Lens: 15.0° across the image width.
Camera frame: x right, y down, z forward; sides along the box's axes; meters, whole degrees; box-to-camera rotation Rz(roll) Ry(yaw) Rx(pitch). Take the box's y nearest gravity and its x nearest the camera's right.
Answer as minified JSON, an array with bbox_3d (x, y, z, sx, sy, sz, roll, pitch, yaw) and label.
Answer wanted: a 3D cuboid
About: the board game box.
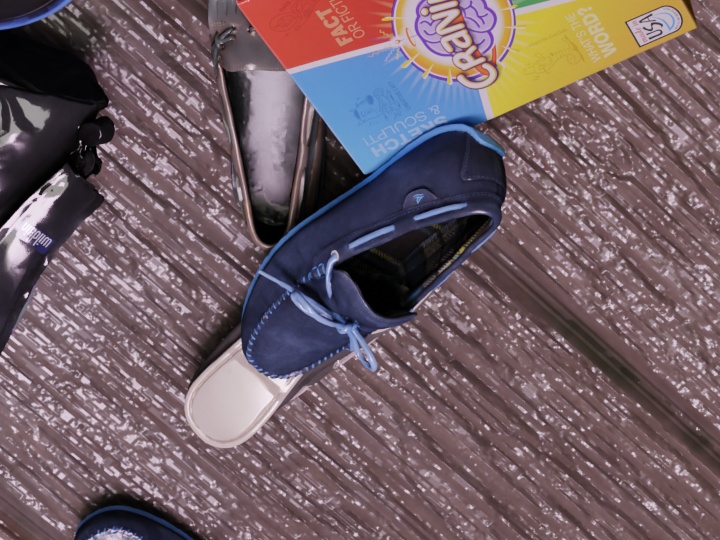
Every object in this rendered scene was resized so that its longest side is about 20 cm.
[{"bbox_3d":[0.055,-0.145,1.418,0.199,0.040,0.153,-24,137,15],"label":"board game box"}]

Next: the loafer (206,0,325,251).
[{"bbox_3d":[-0.048,-0.107,1.511,0.071,0.063,0.201,-3,117,4],"label":"loafer"}]

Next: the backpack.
[{"bbox_3d":[-0.232,-0.035,1.521,0.166,0.127,0.201,15,116,-8],"label":"backpack"}]

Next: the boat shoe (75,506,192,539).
[{"bbox_3d":[-0.099,0.227,1.670,0.084,0.069,0.200,-37,109,19],"label":"boat shoe"}]

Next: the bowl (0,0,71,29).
[{"bbox_3d":[-0.218,-0.206,1.416,0.199,0.040,0.201,8,137,8],"label":"bowl"}]

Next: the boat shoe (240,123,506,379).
[{"bbox_3d":[0.000,0.000,1.486,0.084,0.069,0.200,20,130,-28],"label":"boat shoe"}]

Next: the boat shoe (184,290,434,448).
[{"bbox_3d":[-0.024,0.024,1.588,0.200,0.057,0.067,-41,95,16],"label":"boat shoe"}]
